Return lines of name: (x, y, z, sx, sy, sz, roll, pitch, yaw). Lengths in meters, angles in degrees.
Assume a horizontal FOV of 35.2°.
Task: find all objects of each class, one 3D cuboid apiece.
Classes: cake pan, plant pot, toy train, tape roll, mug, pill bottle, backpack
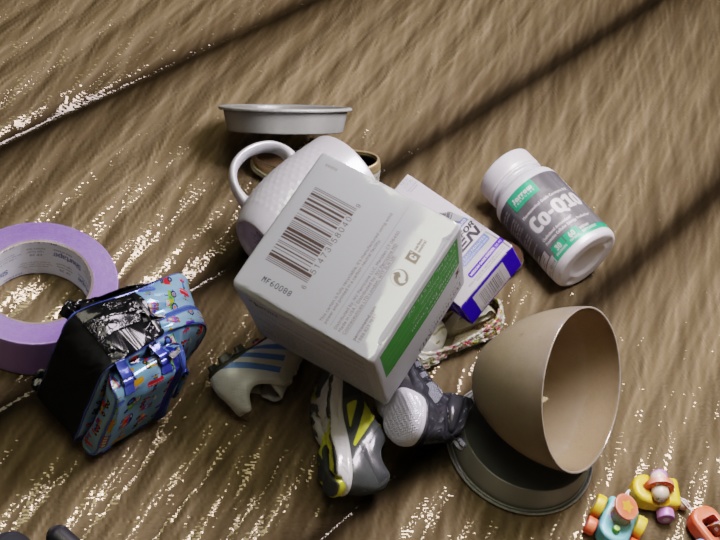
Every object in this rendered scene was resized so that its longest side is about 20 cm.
cake pan: (-0.112, -0.226, 1.696, 0.198, 0.037, 0.200, 1, 10, 0)
plant pot: (0.217, 0.141, 1.406, 0.134, 0.201, 0.200, 3, 35, 39)
toy train: (0.378, 0.316, 1.412, 0.199, 0.056, 0.151, -12, 53, -25)
tape roll: (-0.410, 0.033, 1.446, 0.198, 0.066, 0.201, 8, 48, -9)
mug: (-0.097, -0.098, 1.585, 0.175, 0.148, 0.200, -38, 78, -27)
cake pan: (0.210, 0.218, 1.467, 0.198, 0.037, 0.201, 8, 47, -8)
pill bottle: (0.276, -0.082, 1.700, 0.113, 0.114, 0.200, -22, 57, -30)
backpack: (-0.267, 0.101, 1.357, 0.135, 0.183, 0.199, 47, 42, 15)

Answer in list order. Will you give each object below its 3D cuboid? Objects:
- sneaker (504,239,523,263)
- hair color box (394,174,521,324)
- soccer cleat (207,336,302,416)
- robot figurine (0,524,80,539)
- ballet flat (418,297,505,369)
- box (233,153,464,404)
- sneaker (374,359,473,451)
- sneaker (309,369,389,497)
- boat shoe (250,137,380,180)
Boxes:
sneaker: (0.149, -0.040, 1.653, 0.198, 0.076, 0.071, 6, 48, -9)
hair color box: (0.107, -0.031, 1.543, 0.200, 0.065, 0.109, 37, 82, 33)
soccer cleat: (-0.107, 0.117, 1.462, 0.199, 0.070, 0.087, -32, 85, -37)
robot figurine: (-0.344, 0.344, 1.144, 0.199, 0.151, 0.125, 33, 13, 15)
ballet flat: (0.116, 0.079, 1.547, 0.199, 0.064, 0.076, -23, 59, -30)
box: (-0.007, 0.013, 1.358, 0.199, 0.172, 0.200, 29, 73, 17)
sneaker: (0.075, 0.153, 1.451, 0.113, 0.076, 0.201, 20, 33, -28)
sneaker: (-0.011, 0.196, 1.415, 0.084, 0.075, 0.201, 14, 49, -22)
boat shoe: (-0.065, -0.166, 1.714, 0.198, 0.067, 0.074, 6, 48, -10)
